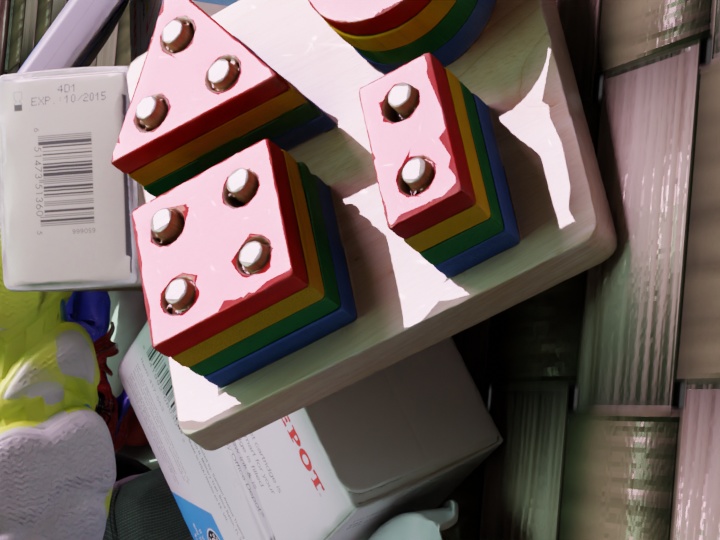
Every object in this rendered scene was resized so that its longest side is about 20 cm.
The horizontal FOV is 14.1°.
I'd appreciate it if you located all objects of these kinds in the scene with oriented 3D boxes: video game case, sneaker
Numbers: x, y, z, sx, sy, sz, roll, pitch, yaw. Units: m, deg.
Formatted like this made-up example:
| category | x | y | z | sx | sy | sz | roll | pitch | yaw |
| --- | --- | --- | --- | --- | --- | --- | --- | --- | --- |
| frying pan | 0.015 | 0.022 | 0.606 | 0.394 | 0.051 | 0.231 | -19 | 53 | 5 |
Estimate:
| category | x | y | z | sx | sy | sz | roll | pitch | yaw |
| --- | --- | --- | --- | --- | --- | --- | --- | --- | --- |
| video game case | -0.180 | -0.084 | 1.550 | 0.200 | 0.022 | 0.182 | -56 | 5 | -17 |
| sneaker | -0.175 | 0.066 | 1.437 | 0.105 | 0.075 | 0.201 | -5 | 85 | 59 |

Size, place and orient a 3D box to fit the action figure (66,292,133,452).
| category | x | y | z | sx | sy | sz | roll | pitch | yaw |
| --- | --- | --- | --- | --- | --- | --- | --- | --- | --- |
| action figure | -0.134 | 0.017 | 1.501 | 0.099 | 0.065 | 0.201 | -38 | 47 | 37 |

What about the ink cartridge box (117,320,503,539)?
| category | x | y | z | sx | sy | sz | roll | pitch | yaw |
| --- | --- | --- | --- | --- | --- | --- | --- | --- | --- |
| ink cartridge box | -0.029 | 0.062 | 1.338 | 0.147 | 0.086 | 0.200 | 64 | 154 | 13 |

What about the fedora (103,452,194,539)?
| category | x | y | z | sx | sy | sz | roll | pitch | yaw |
| --- | --- | --- | --- | --- | --- | --- | --- | --- | --- |
| fedora | -0.077 | 0.157 | 1.505 | 0.177 | 0.090 | 0.200 | 58 | -165 | 4 |

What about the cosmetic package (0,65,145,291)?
| category | x | y | z | sx | sy | sz | roll | pitch | yaw |
| --- | --- | --- | --- | --- | --- | --- | --- | --- | --- |
| cosmetic package | -0.100 | -0.041 | 1.409 | 0.200 | 0.071 | 0.106 | -4 | -89 | -70 |

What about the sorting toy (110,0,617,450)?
| category | x | y | z | sx | sy | sz | roll | pitch | yaw |
| --- | --- | --- | --- | --- | --- | --- | --- | --- | --- |
| sorting toy | -0.015 | -0.060 | 1.192 | 0.199 | 0.070 | 0.200 | -27 | 53 | 21 |

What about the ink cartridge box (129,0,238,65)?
| category | x | y | z | sx | sy | sz | roll | pitch | yaw |
| --- | --- | --- | --- | --- | --- | --- | --- | --- | --- |
| ink cartridge box | -0.050 | -0.144 | 1.547 | 0.200 | 0.125 | 0.129 | 113 | 159 | -50 |

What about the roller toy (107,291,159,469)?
| category | x | y | z | sx | sy | sz | roll | pitch | yaw |
| --- | --- | --- | --- | --- | --- | --- | --- | --- | --- |
| roller toy | -0.100 | 0.027 | 1.653 | 0.182 | 0.139 | 0.201 | -160 | 83 | -68 |

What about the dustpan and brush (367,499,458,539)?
| category | x | y | z | sx | sy | sz | roll | pitch | yaw |
| --- | --- | --- | --- | --- | --- | --- | --- | --- | --- |
| dustpan and brush | 0.023 | 0.159 | 1.297 | 0.200 | 0.057 | 0.140 | -157 | 68 | -69 |
